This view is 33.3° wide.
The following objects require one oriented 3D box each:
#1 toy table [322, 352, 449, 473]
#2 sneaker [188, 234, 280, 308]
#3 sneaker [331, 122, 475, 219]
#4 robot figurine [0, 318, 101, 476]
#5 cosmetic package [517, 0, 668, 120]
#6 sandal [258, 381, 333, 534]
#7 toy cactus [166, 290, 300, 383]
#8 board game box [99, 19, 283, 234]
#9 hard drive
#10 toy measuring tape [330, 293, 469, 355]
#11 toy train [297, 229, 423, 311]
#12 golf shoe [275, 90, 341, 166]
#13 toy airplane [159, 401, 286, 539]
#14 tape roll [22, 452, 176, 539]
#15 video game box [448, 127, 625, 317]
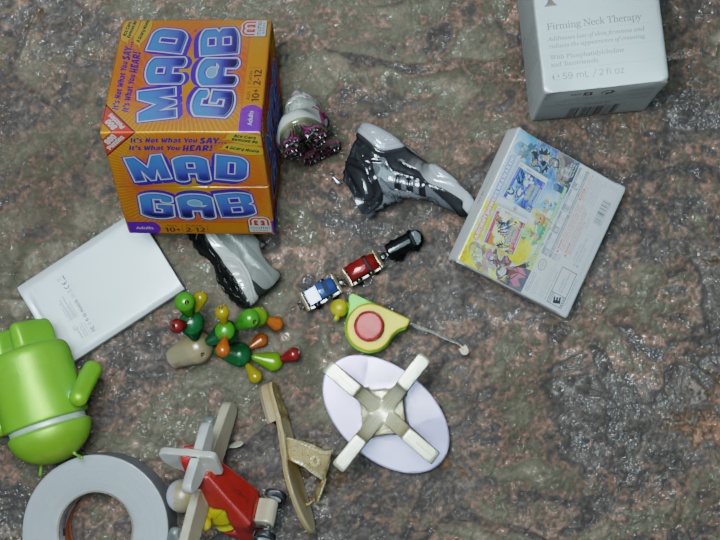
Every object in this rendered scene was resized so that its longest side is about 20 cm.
[{"bbox_3d":[0.033,0.191,1.617,0.199,0.117,0.185,27,86,5],"label":"toy table"},{"bbox_3d":[-0.185,-0.045,1.677,0.079,0.074,0.201,-30,81,-25],"label":"sneaker"},{"bbox_3d":[0.058,-0.108,1.667,0.199,0.075,0.114,35,94,5],"label":"sneaker"},{"bbox_3d":[-0.432,0.169,1.617,0.175,0.115,0.201,-22,83,25],"label":"robot figurine"},{"bbox_3d":[0.307,-0.323,1.625,0.166,0.166,0.202,-6,84,2],"label":"cosmetic package"},{"bbox_3d":[-0.073,0.245,1.635,0.069,0.078,0.213,-21,80,6],"label":"sandal"},{"bbox_3d":[-0.194,0.101,1.633,0.164,0.199,0.103,-25,55,33],"label":"toy cactus"},{"bbox_3d":[-0.211,-0.187,1.582,0.198,0.201,0.201,0,54,2],"label":"board game box"},{"bbox_3d":[-0.363,0.025,1.692,0.199,0.027,0.132,-33,84,0],"label":"hard drive"},{"bbox_3d":[0.047,0.095,1.649,0.199,0.074,0.074,24,86,5],"label":"toy measuring tape"},{"bbox_3d":[0.000,0.000,1.669,0.199,0.046,0.034,-30,84,0],"label":"toy train"},{"bbox_3d":[-0.082,-0.196,1.613,0.072,0.200,0.093,-25,86,5],"label":"golf shoe"},{"bbox_3d":[-0.206,0.288,1.584,0.140,0.200,0.201,-12,92,31],"label":"toy airplane"},{"bbox_3d":[-0.354,0.351,1.643,0.198,0.066,0.202,0,85,3],"label":"tape roll"},{"bbox_3d":[0.240,-0.064,1.640,0.181,0.047,0.201,27,86,-18],"label":"video game box"}]
